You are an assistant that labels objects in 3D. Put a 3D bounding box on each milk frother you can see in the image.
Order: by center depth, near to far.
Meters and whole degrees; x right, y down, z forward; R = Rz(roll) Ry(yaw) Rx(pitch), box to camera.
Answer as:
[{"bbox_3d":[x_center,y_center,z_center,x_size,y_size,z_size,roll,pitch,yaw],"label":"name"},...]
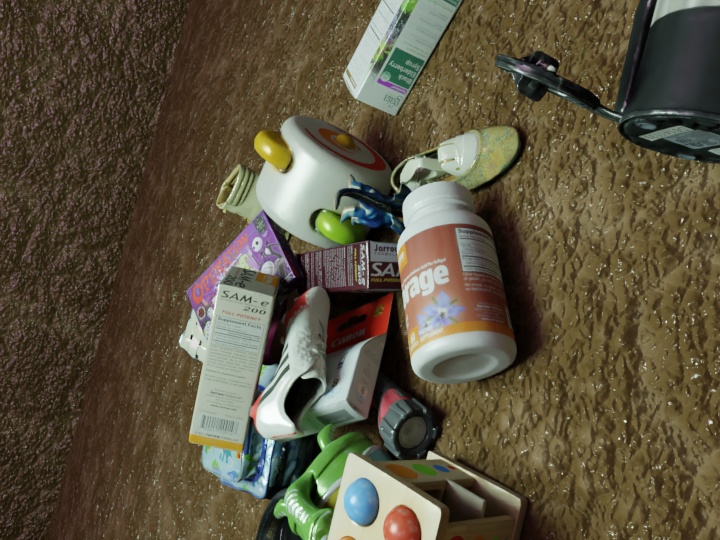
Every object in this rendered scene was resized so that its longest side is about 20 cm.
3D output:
[{"bbox_3d":[0.226,-0.200,0.483,0.180,0.196,0.193,17,92,63],"label":"milk frother"}]

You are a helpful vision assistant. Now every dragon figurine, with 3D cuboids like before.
[{"bbox_3d":[0.031,-0.075,0.777,0.200,0.097,0.060,28,-106,-76],"label":"dragon figurine"}]

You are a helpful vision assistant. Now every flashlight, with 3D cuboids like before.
[{"bbox_3d":[0.022,0.167,0.812,0.199,0.067,0.069,24,143,62],"label":"flashlight"}]

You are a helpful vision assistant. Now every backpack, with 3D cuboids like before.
[{"bbox_3d":[-0.149,0.237,0.985,0.181,0.145,0.205,-7,67,53],"label":"backpack"}]

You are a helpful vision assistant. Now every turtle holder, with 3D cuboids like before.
[{"bbox_3d":[-0.010,0.260,0.725,0.131,0.187,0.141,32,67,25],"label":"turtle holder"}]

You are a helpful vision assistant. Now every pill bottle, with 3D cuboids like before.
[{"bbox_3d":[0.098,0.010,0.696,0.112,0.110,0.204,-40,46,45],"label":"pill bottle"}]

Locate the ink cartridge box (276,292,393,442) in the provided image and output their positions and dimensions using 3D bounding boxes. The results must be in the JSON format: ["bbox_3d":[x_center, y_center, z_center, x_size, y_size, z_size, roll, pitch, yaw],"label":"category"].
[{"bbox_3d":[-0.041,0.117,0.848,0.158,0.047,0.203,-26,34,36],"label":"ink cartridge box"}]

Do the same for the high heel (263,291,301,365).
[{"bbox_3d":[-0.093,0.066,0.980,0.201,0.067,0.096,-54,21,-22],"label":"high heel"}]

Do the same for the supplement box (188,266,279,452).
[{"bbox_3d":[-0.161,0.109,0.824,0.126,0.072,0.205,-116,38,-80],"label":"supplement box"}]

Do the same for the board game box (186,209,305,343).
[{"bbox_3d":[-0.173,0.022,0.937,0.200,0.032,0.122,-42,59,26],"label":"board game box"}]

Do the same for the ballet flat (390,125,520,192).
[{"bbox_3d":[0.106,-0.130,0.783,0.199,0.069,0.072,-16,65,56],"label":"ballet flat"}]

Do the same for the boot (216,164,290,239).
[{"bbox_3d":[-0.201,-0.099,1.195,0.201,0.153,0.074,-53,38,34],"label":"boot"}]

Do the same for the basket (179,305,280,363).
[{"bbox_3d":[-0.198,0.083,1.088,0.138,0.199,0.180,27,98,30],"label":"basket"}]

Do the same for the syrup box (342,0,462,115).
[{"bbox_3d":[0.059,-0.340,0.931,0.202,0.077,0.082,-58,36,29],"label":"syrup box"}]

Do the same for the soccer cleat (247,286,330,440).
[{"bbox_3d":[-0.067,0.111,0.779,0.084,0.069,0.203,-4,53,40],"label":"soccer cleat"}]

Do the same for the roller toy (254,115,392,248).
[{"bbox_3d":[-0.051,-0.135,0.928,0.141,0.198,0.182,-60,-8,23],"label":"roller toy"}]

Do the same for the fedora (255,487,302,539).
[{"bbox_3d":[-0.074,0.398,0.847,0.200,0.090,0.205,-30,53,51],"label":"fedora"}]

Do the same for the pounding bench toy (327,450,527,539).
[{"bbox_3d":[0.046,0.294,0.607,0.123,0.154,0.205,15,91,47],"label":"pounding bench toy"}]

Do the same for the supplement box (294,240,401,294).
[{"bbox_3d":[0.000,0.000,0.861,0.199,0.107,0.063,-8,83,58],"label":"supplement box"}]
